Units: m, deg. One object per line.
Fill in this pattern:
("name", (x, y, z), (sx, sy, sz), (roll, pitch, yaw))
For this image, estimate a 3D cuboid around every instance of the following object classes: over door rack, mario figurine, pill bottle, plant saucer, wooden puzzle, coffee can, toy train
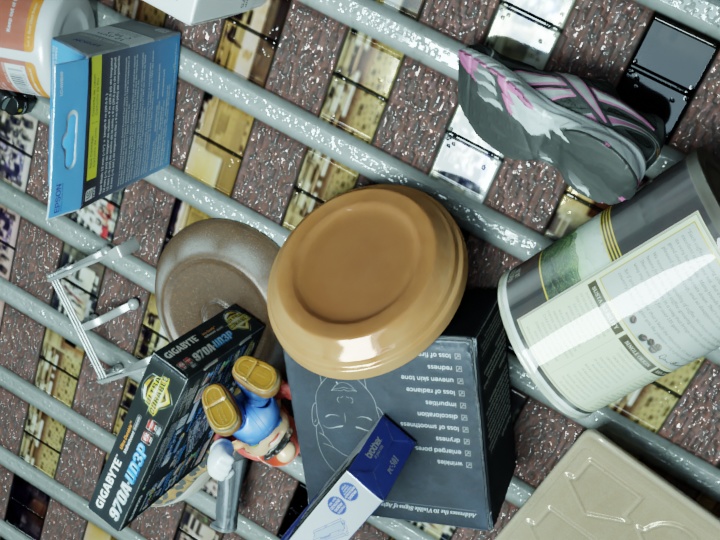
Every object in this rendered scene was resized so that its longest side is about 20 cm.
("over door rack", (-0.262, 0.047, 1.011), (0.198, 0.066, 0.150), (-13, 106, 48))
("mario figurine", (-0.096, 0.163, 0.943), (0.121, 0.201, 0.108), (-9, 67, 2))
("pill bottle", (-0.379, -0.244, 0.911), (0.196, 0.113, 0.114), (11, 115, 7))
("plant saucer", (-0.150, 0.046, 0.993), (0.196, 0.037, 0.204), (9, 114, 20))
("wooden puzzle", (0.257, 0.267, 0.910), (0.184, 0.046, 0.202), (35, 124, 7))
("plant saucer", (0.000, 0.000, 0.831), (0.196, 0.203, 0.038), (-1, 149, 22))
("coffee can", (0.235, 0.015, 0.757), (0.199, 0.146, 0.147), (-35, 95, 29))
("toy train", (-0.439, -0.243, 0.991), (0.200, 0.046, 0.034), (44, 120, 2))

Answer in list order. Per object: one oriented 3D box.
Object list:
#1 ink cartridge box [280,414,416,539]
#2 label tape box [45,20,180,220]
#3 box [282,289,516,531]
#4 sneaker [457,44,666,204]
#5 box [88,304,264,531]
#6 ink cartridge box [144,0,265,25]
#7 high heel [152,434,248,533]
("ink cartridge box", (-0.030, 0.233, 0.846), (0.044, 0.094, 0.201), (37, 121, 4))
("label tape box", (-0.252, -0.150, 0.862), (0.065, 0.200, 0.146), (19, 116, 15))
("box", (0.042, 0.130, 0.895), (0.196, 0.124, 0.201), (1, 110, 23))
("sneaker", (0.170, -0.135, 0.772), (0.199, 0.086, 0.081), (40, 150, 24))
("box", (-0.186, 0.148, 0.926), (0.046, 0.159, 0.202), (32, 114, 11))
("ink cartridge box", (-0.174, -0.333, 0.788), (0.198, 0.146, 0.149), (29, 119, 9))
("high heel", (-0.217, 0.212, 1.081), (0.196, 0.071, 0.146), (13, 100, 24))
